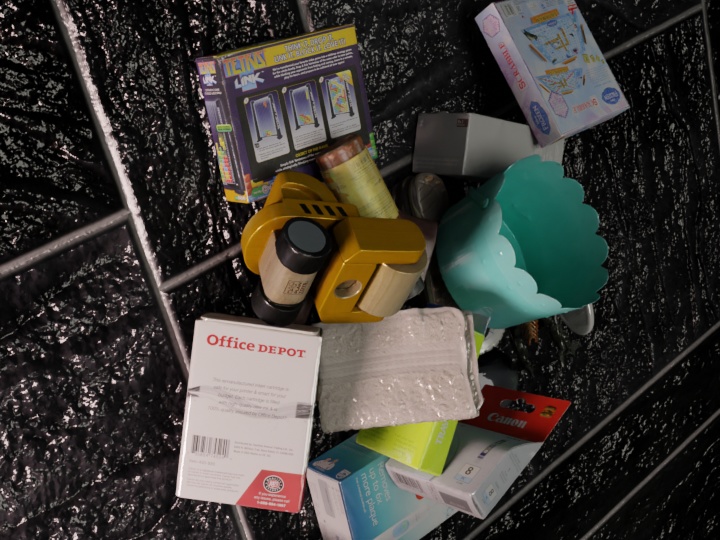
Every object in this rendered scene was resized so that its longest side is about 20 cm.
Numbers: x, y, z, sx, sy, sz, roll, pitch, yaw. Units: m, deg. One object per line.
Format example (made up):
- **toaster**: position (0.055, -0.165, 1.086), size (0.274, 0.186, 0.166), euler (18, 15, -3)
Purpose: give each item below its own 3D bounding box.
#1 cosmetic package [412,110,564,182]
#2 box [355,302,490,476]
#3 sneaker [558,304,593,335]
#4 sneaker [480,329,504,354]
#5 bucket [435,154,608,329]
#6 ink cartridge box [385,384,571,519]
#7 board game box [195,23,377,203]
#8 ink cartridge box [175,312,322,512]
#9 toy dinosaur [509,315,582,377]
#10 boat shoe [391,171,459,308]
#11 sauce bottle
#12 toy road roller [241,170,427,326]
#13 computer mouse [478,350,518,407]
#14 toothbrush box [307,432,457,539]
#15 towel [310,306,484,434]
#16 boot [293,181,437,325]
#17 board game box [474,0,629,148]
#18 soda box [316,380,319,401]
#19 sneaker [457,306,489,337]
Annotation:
- **cosmetic package**: position (0.177, -0.162, 1.329), size (0.197, 0.106, 0.092), euler (0, 97, -37)
- **box**: position (0.078, 0.138, 1.204), size (0.047, 0.121, 0.203), euler (25, 81, -40)
- **sneaker**: position (0.324, -0.005, 1.458), size (0.098, 0.071, 0.203), euler (-8, 71, -40)
- **sneaker**: position (0.129, 0.084, 1.354), size (0.198, 0.074, 0.089), euler (-28, 108, -34)
- **bucket**: position (0.202, -0.030, 1.237), size (0.205, 0.134, 0.211), euler (17, 62, -35)
- **ink cartridge box**: position (0.149, 0.209, 1.226), size (0.200, 0.159, 0.048), euler (-45, 118, -27)
- **board game box**: position (-0.083, -0.188, 1.145), size (0.198, 0.056, 0.169), euler (-22, 109, -34)
- **ink cartridge box**: position (-0.124, 0.158, 1.108), size (0.144, 0.083, 0.204), euler (8, 93, -1)
- **toy dinosaur**: position (0.239, 0.073, 1.386), size (0.200, 0.101, 0.138), euler (-35, 106, -55)
- **boat shoe**: position (0.088, -0.030, 1.300), size (0.074, 0.073, 0.204), euler (-16, 102, -39)
- **sauce bottle**: position (0.016, -0.059, 1.146), size (0.066, 0.066, 0.202), euler (-34, 104, -30)
- **toy road roller**: position (-0.036, -0.031, 1.087), size (0.197, 0.148, 0.124), euler (3, 139, -26)
- **computer mouse**: position (0.169, 0.186, 1.413), size (0.198, 0.052, 0.141), euler (-24, 111, -34)
- **toothbrush box**: position (0.038, 0.289, 1.303), size (0.198, 0.085, 0.149), euler (-25, 111, -35)
- **towel**: position (0.042, 0.116, 1.141), size (0.034, 0.196, 0.135), euler (53, 30, -78)
- **boot**: position (0.000, 0.000, 1.194), size (0.164, 0.072, 0.203), euler (21, 75, -9)
- **board game box**: position (0.271, -0.288, 1.355), size (0.198, 0.041, 0.202), euler (-24, 86, -43)
- **soda box**: position (-0.026, 0.134, 1.239), size (0.198, 0.063, 0.070), euler (17, 86, -40)
- **sneaker**: position (0.180, 0.015, 1.354), size (0.087, 0.073, 0.203), euler (37, 52, -46)
